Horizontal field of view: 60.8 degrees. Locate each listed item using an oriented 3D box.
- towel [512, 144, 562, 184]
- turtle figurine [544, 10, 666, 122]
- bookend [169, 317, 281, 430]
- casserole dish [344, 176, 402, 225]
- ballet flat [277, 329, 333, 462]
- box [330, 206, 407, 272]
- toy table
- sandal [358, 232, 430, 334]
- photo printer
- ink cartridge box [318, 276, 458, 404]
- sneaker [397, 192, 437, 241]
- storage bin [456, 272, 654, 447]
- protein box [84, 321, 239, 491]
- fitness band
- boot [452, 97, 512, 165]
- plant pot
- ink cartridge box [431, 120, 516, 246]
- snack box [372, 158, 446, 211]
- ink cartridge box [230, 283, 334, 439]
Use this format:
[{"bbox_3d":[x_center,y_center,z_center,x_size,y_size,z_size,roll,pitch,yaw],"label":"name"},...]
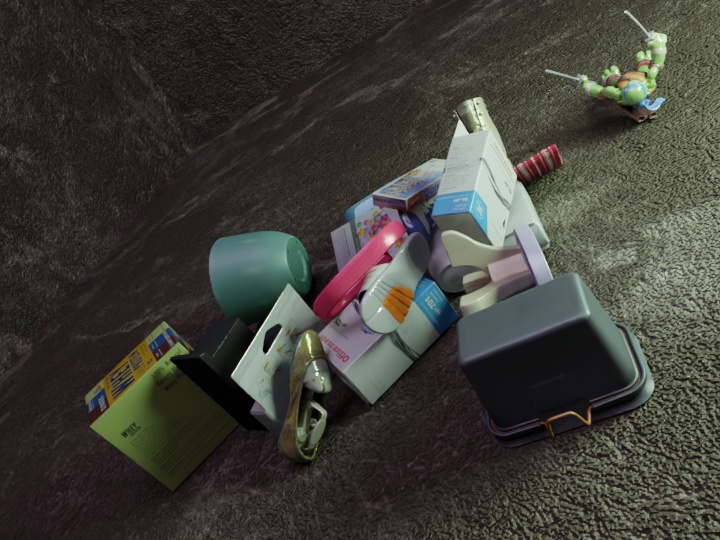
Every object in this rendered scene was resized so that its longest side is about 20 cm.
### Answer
[{"bbox_3d":[0.258,-0.159,1.090,0.200,0.023,0.145,-28,-9,19],"label":"towel"},{"bbox_3d":[0.461,-0.368,1.084,0.144,0.200,0.194,-60,-10,29],"label":"turtle figurine"},{"bbox_3d":[-0.188,0.141,1.078,0.092,0.200,0.199,-11,39,42],"label":"bookend"},{"bbox_3d":[0.044,-0.144,1.319,0.200,0.039,0.121,-31,-8,10],"label":"casserole dish"},{"bbox_3d":[-0.075,0.194,0.933,0.071,0.071,0.200,11,89,56],"label":"ballet flat"},{"bbox_3d":[0.043,-0.057,1.215,0.200,0.041,0.156,-28,50,18],"label":"box"},{"bbox_3d":[0.195,0.015,0.837,0.117,0.184,0.200,-21,-5,14],"label":"toy table"},{"bbox_3d":[0.045,0.021,0.934,0.059,0.079,0.207,-12,30,40],"label":"sandal"},{"bbox_3d":[0.202,-0.054,1.035,0.200,0.069,0.167,-28,29,20],"label":"photo printer"},{"bbox_3d":[0.036,0.097,0.996,0.200,0.086,0.146,-43,27,-11],"label":"ink cartridge box"},{"bbox_3d":[0.116,-0.112,1.087,0.088,0.075,0.200,-17,29,13],"label":"sneaker"},{"bbox_3d":[0.210,0.104,0.715,0.200,0.134,0.146,-27,29,24],"label":"storage bin"},{"bbox_3d":[-0.350,0.243,1.118,0.199,0.200,0.135,-45,28,-12],"label":"protein box"},{"bbox_3d":[0.000,0.000,0.991,0.200,0.037,0.144,-47,-8,1],"label":"fitness band"},{"bbox_3d":[0.220,-0.240,1.139,0.072,0.155,0.200,-22,7,24],"label":"boot"},{"bbox_3d":[-0.200,0.007,1.316,0.161,0.201,0.201,-14,34,17],"label":"plant pot"},{"bbox_3d":[0.184,-0.133,0.953,0.067,0.116,0.200,-5,55,37],"label":"ink cartridge box"},{"bbox_3d":[0.108,-0.156,1.088,0.072,0.024,0.200,15,35,35],"label":"snack box"},{"bbox_3d":[-0.121,0.152,1.005,0.044,0.174,0.200,-14,36,40],"label":"ink cartridge box"}]
